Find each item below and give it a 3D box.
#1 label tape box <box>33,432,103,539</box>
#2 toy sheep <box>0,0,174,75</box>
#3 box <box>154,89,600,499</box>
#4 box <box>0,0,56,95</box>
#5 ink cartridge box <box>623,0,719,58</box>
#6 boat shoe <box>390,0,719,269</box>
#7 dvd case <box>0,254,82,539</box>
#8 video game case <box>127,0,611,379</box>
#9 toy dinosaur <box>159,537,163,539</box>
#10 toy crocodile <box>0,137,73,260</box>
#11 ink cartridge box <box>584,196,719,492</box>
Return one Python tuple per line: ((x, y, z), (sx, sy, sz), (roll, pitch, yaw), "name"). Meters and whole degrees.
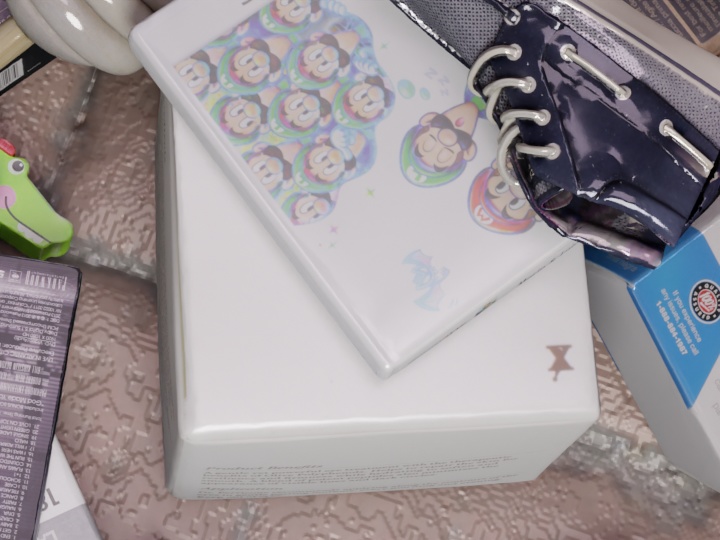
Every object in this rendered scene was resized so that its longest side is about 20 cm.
((-0.195, 0.154, 1.252), (0.144, 0.063, 0.201), (-25, 80, -10), "label tape box")
((-0.112, -0.165, 1.232), (0.200, 0.138, 0.138), (-39, 82, 18), "toy sheep")
((0.000, 0.000, 1.253), (0.198, 0.171, 0.201), (-2, 77, -7), "box")
((-0.170, -0.197, 1.333), (0.200, 0.079, 0.141), (-36, 80, -13), "box")
((0.111, -0.139, 1.284), (0.075, 0.200, 0.165), (-35, 81, -13), "ink cartridge box")
((0.077, -0.081, 1.128), (0.199, 0.075, 0.093), (28, 65, 2), "boat shoe")
((-0.223, 0.084, 1.223), (0.148, 0.016, 0.201), (9, 77, -3), "dvd case")
((0.023, -0.080, 1.175), (0.182, 0.024, 0.200), (-35, 80, -15), "video game case")
((-0.062, 0.204, 1.221), (0.060, 0.106, 0.200), (-36, 40, -15), "toy dinosaur")
((-0.229, -0.071, 1.300), (0.200, 0.068, 0.062), (33, 75, 3), "toy crocodile")
((0.221, -0.003, 1.294), (0.200, 0.086, 0.147), (-36, 114, -11), "ink cartridge box")
